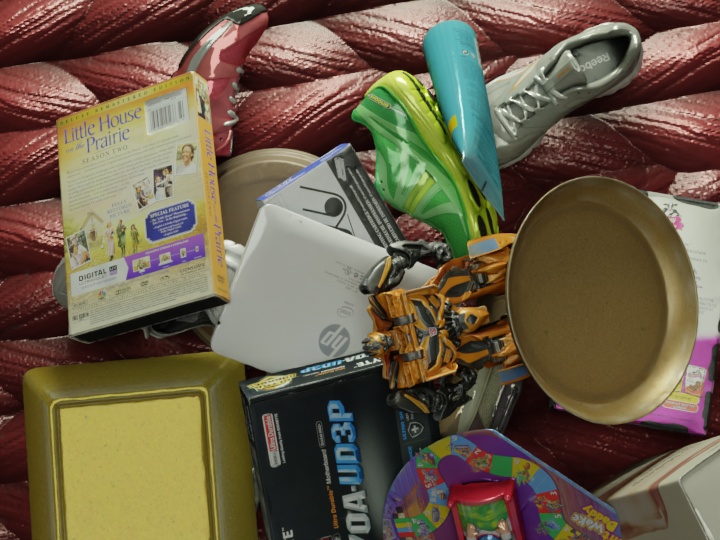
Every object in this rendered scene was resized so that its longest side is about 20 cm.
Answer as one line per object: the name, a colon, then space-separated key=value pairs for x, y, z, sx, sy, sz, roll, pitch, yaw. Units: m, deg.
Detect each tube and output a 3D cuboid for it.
tube: x=0.091 y=-0.136 z=1.180 sx=0.050 sy=0.077 sz=0.202 roll=-29 pitch=42 yaw=20

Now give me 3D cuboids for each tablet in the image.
tablet: x=-0.016 y=0.038 z=1.156 sx=0.198 sy=0.014 sz=0.132 roll=21 pitch=92 yaw=-20

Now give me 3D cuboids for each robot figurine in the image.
robot figurine: x=0.089 y=0.036 z=1.115 sx=0.198 sy=0.058 sz=0.147 roll=-16 pitch=91 yaw=-33

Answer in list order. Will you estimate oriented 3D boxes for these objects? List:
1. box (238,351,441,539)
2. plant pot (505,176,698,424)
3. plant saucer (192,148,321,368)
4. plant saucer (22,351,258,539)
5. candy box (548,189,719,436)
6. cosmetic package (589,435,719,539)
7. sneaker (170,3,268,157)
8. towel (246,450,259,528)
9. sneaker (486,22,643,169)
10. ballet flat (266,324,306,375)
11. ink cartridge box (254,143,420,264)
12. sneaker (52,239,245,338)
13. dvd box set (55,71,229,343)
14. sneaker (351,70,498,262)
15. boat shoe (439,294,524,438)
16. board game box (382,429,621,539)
box: x=-0.008 y=0.173 z=1.159 sx=0.157 sy=0.046 sz=0.203 roll=-12 pitch=108 yaw=-12
plant pot: x=0.195 y=0.025 z=1.130 sx=0.198 sy=0.027 sz=0.203 roll=5 pitch=80 yaw=-28
plant saucer: x=-0.077 y=-0.012 z=1.240 sx=0.197 sy=0.029 sz=0.203 roll=0 pitch=85 yaw=1
plant saucer: x=-0.193 y=0.176 z=1.186 sx=0.197 sy=0.048 sz=0.203 roll=-5 pitch=83 yaw=-2
candy box: x=0.247 y=0.034 z=1.209 sx=0.134 sy=0.061 sz=0.203 roll=10 pitch=85 yaw=3
cosmetic package: x=0.259 y=0.198 z=1.112 sx=0.103 sy=0.200 sz=0.088 roll=-26 pitch=84 yaw=-25
sneaker: x=-0.136 y=-0.147 z=1.241 sx=0.087 sy=0.074 sz=0.201 roll=40 pitch=94 yaw=-2
towel: x=-0.192 y=0.236 z=1.220 sx=0.190 sy=0.035 sz=0.203 roll=15 pitch=82 yaw=0
sneaker: x=0.162 y=-0.160 z=1.213 sx=0.199 sy=0.092 sz=0.076 roll=-36 pitch=85 yaw=3
ballet flat: x=-0.052 y=0.129 z=1.203 sx=0.068 sy=0.070 sz=0.203 roll=-5 pitch=102 yaw=1
ink cartridge box: x=0.000 y=0.000 z=1.198 sx=0.093 sy=0.044 sz=0.201 roll=-32 pitch=100 yaw=-10
sneaker: x=-0.188 y=0.019 z=1.184 sx=0.198 sy=0.075 sz=0.083 roll=-5 pitch=53 yaw=26
dvd box set: x=-0.186 y=-0.053 z=1.158 sx=0.145 sy=0.029 sz=0.203 roll=-16 pitch=70 yaw=21
sneaker: x=0.059 y=-0.074 z=1.206 sx=0.083 sy=0.074 sz=0.202 roll=-29 pitch=84 yaw=22
boat shoe: x=0.129 y=0.066 z=1.209 sx=0.064 sy=0.072 sz=0.202 roll=32 pitch=72 yaw=-20
board game box: x=0.112 y=0.225 z=1.112 sx=0.199 sy=0.039 sz=0.159 roll=33 pitch=115 yaw=-2
